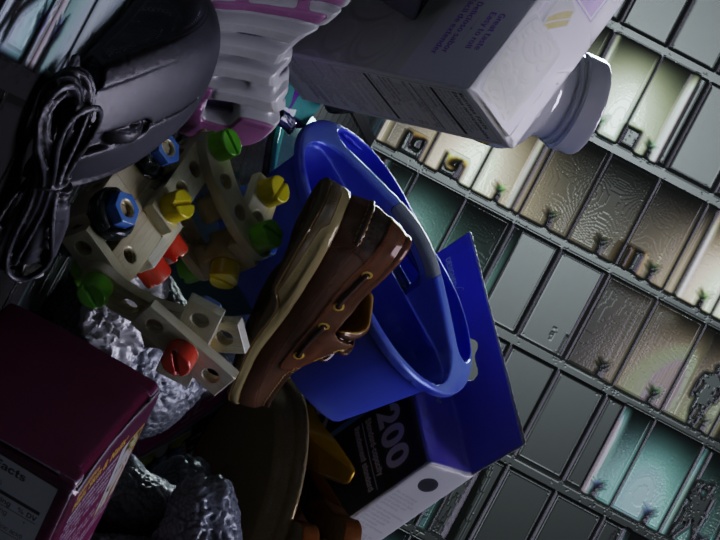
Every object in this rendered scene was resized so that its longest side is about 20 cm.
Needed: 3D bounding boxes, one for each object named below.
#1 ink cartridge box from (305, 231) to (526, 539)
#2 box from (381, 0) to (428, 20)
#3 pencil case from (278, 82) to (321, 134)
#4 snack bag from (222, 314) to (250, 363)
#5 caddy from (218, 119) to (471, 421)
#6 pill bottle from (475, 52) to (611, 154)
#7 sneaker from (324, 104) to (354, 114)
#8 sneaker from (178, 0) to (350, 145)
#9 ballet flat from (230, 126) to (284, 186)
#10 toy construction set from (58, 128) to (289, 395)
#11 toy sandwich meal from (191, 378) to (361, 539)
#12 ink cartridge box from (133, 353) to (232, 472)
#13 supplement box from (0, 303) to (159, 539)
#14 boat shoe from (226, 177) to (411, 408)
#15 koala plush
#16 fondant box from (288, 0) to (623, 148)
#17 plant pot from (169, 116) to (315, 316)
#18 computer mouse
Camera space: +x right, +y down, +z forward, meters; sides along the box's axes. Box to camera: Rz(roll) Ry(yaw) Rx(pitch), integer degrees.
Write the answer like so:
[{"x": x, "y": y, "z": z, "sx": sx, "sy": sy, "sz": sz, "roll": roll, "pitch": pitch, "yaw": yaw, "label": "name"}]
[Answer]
[{"x": 0.010, "y": 0.088, "z": 1.544, "sx": 0.200, "sy": 0.043, "sz": 0.198, "roll": -36, "pitch": -136, "yaw": 24, "label": "ink cartridge box"}, {"x": 0.017, "y": -0.256, "z": 1.231, "sx": 0.115, "sy": 0.132, "sz": 0.200, "roll": -57, "pitch": 175, "yaw": -25, "label": "box"}, {"x": -0.033, "y": -0.190, "z": 1.450, "sx": 0.200, "sy": 0.085, "sz": 0.092, "roll": -63, "pitch": 150, "yaw": -6, "label": "pencil case"}, {"x": -0.170, "y": 0.113, "z": 1.578, "sx": 0.189, "sy": 0.021, "sz": 0.200, "roll": -7, "pitch": 137, "yaw": -51, "label": "snack bag"}, {"x": 0.000, "y": 0.000, "z": 1.446, "sx": 0.105, "sy": 0.200, "sz": 0.141, "roll": -28, "pitch": -177, "yaw": 24, "label": "caddy"}, {"x": 0.074, "y": -0.150, "z": 1.562, "sx": 0.104, "sy": 0.200, "sz": 0.104, "roll": -160, "pitch": -90, "yaw": -74, "label": "pill bottle"}, {"x": 0.049, "y": -0.171, "z": 1.461, "sx": 0.200, "sy": 0.089, "sz": 0.074, "roll": -31, "pitch": -164, "yaw": -23, "label": "sneaker"}, {"x": -0.060, "y": -0.163, "z": 1.273, "sx": 0.200, "sy": 0.080, "sz": 0.089, "roll": 124, "pitch": -29, "yaw": -48, "label": "sneaker"}, {"x": -0.072, "y": -0.135, "z": 1.554, "sx": 0.200, "sy": 0.062, "sz": 0.067, "roll": -74, "pitch": 174, "yaw": -50, "label": "ballet flat"}, {"x": -0.106, "y": -0.011, "z": 1.264, "sx": 0.092, "sy": 0.131, "sz": 0.200, "roll": -25, "pitch": -156, "yaw": 20, "label": "toy construction set"}, {"x": -0.063, "y": 0.166, "z": 1.489, "sx": 0.205, "sy": 0.070, "sz": 0.205, "roll": -48, "pitch": -150, "yaw": 40, "label": "toy sandwich meal"}, {"x": -0.143, "y": 0.140, "z": 1.590, "sx": 0.119, "sy": 0.042, "sz": 0.200, "roll": -33, "pitch": 154, "yaw": -21, "label": "ink cartridge box"}, {"x": -0.208, "y": 0.142, "z": 1.216, "sx": 0.200, "sy": 0.103, "sz": 0.131, "roll": -63, "pitch": 176, "yaw": 26, "label": "supplement box"}, {"x": -0.028, "y": 0.027, "z": 1.329, "sx": 0.200, "sy": 0.068, "sz": 0.072, "roll": 120, "pitch": -8, "yaw": -49, "label": "boat shoe"}, {"x": -0.157, "y": 0.082, "z": 1.369, "sx": 0.177, "sy": 0.184, "sz": 0.200, "roll": -177, "pitch": -85, "yaw": -81, "label": "koala plush"}, {"x": 0.053, "y": -0.159, "z": 1.340, "sx": 0.200, "sy": 0.058, "sz": 0.144, "roll": 18, "pitch": -115, "yaw": 48, "label": "fondant box"}, {"x": -0.076, "y": -0.037, "z": 1.646, "sx": 0.200, "sy": 0.135, "sz": 0.200, "roll": -62, "pitch": 177, "yaw": -5, "label": "plant pot"}, {"x": -0.120, "y": -0.085, "z": 1.163, "sx": 0.200, "sy": 0.053, "sz": 0.139, "roll": -59, "pitch": 175, "yaw": -48, "label": "computer mouse"}]
